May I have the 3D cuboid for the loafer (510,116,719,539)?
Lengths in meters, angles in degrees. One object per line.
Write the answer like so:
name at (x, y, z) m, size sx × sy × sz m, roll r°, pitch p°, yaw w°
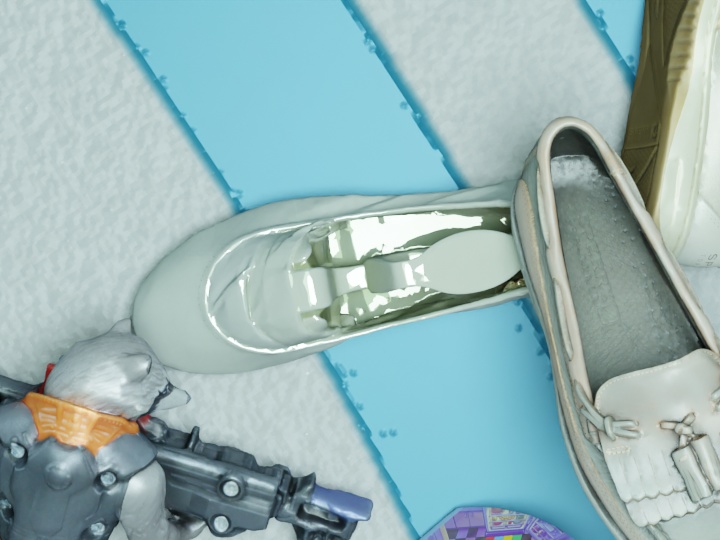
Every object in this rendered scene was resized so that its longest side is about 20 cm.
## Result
loafer at (0.105, 0.033, 0.869) m, size 0.072 × 0.063 × 0.200 m, roll -20°, pitch 66°, yaw -3°

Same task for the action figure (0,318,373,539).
action figure at (-0.099, 0.118, 0.944) m, size 0.200 × 0.105 × 0.194 m, roll 9°, pitch 104°, yaw 1°

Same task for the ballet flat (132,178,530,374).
ballet flat at (0.000, 0.000, 0.953) m, size 0.200 × 0.069 × 0.070 m, roll -11°, pitch 95°, yaw 0°

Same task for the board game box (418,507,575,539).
board game box at (0.014, 0.177, 0.924) m, size 0.200 × 0.158 × 0.039 m, roll -40°, pitch 132°, yaw 3°

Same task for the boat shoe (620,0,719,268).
boat shoe at (0.159, -0.097, 0.951) m, size 0.069 × 0.074 × 0.200 m, roll 11°, pitch 95°, yaw -14°
